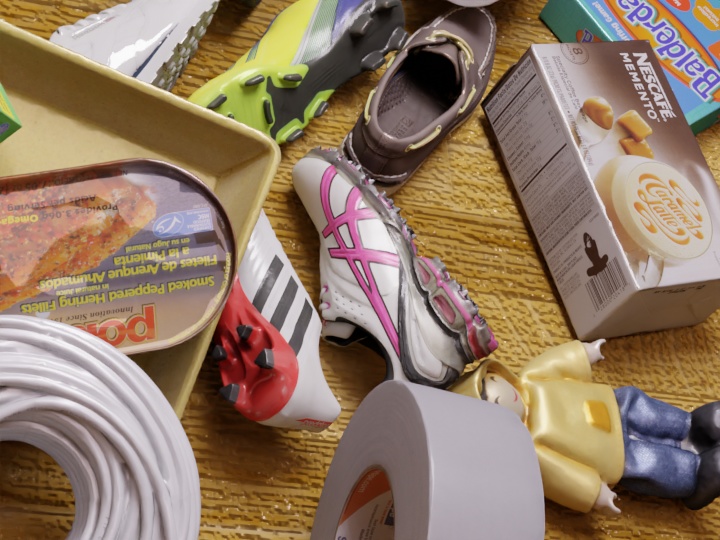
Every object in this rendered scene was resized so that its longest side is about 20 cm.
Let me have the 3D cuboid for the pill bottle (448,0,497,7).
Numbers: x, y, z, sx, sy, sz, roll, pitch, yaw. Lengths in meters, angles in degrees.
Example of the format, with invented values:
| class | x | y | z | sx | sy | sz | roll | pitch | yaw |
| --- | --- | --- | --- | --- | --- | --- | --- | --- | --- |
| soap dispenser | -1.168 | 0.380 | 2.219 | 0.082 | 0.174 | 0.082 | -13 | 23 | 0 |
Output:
| class | x | y | z | sx | sy | sz | roll | pitch | yaw |
| --- | --- | --- | --- | --- | --- | --- | --- | --- | --- |
| pill bottle | 0.107 | -0.279 | 1.268 | 0.112 | 0.113 | 0.200 | 32 | 41 | -2 |

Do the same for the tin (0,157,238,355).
| class | x | y | z | sx | sy | sz | roll | pitch | yaw |
| --- | --- | --- | --- | --- | --- | --- | --- | --- | --- |
| tin | -0.170 | 0.001 | 0.960 | 0.199 | 0.042 | 0.112 | -8 | 81 | -14 |

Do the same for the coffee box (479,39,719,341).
| class | x | y | z | sx | sy | sz | roll | pitch | yaw |
| --- | --- | --- | --- | --- | --- | --- | --- | --- | --- |
| coffee box | 0.182 | -0.060 | 1.199 | 0.114 | 0.080 | 0.201 | -5 | 63 | -31 |

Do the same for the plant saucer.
| class | x | y | z | sx | sy | sz | roll | pitch | yaw |
| --- | --- | --- | --- | --- | --- | --- | --- | --- | --- |
| plant saucer | -0.173 | -0.021 | 1.006 | 0.199 | 0.048 | 0.201 | 23 | 78 | -9 |

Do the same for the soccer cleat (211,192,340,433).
| class | x | y | z | sx | sy | sz | roll | pitch | yaw |
| --- | --- | --- | --- | --- | --- | --- | --- | --- | --- |
| soccer cleat | -0.066 | 0.018 | 1.058 | 0.085 | 0.069 | 0.200 | 30 | 29 | -46 |

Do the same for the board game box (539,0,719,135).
| class | x | y | z | sx | sy | sz | roll | pitch | yaw |
| --- | --- | --- | --- | --- | --- | --- | --- | --- | --- |
| board game box | 0.262 | -0.193 | 1.344 | 0.200 | 0.045 | 0.152 | -30 | 75 | -34 |

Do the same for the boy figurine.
| class | x | y | z | sx | sy | sz | roll | pitch | yaw |
| --- | --- | --- | --- | --- | --- | --- | --- | --- | --- |
| boy figurine | 0.142 | 0.096 | 1.098 | 0.199 | 0.064 | 0.125 | 16 | 58 | -17 |

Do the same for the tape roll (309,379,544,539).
| class | x | y | z | sx | sy | sz | roll | pitch | yaw |
| --- | --- | --- | --- | --- | --- | --- | --- | --- | --- |
| tape roll | 0.028 | 0.164 | 0.917 | 0.066 | 0.200 | 0.201 | 13 | 55 | -17 |

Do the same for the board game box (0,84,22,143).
| class | x | y | z | sx | sy | sz | roll | pitch | yaw |
| --- | --- | --- | --- | --- | --- | --- | --- | --- | --- |
| board game box | -0.292 | -0.120 | 0.988 | 0.134 | 0.029 | 0.200 | -37 | 60 | 8 |

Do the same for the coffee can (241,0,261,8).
| class | x | y | z | sx | sy | sz | roll | pitch | yaw |
| --- | --- | --- | --- | --- | --- | --- | --- | --- | --- |
| coffee can | -0.126 | -0.295 | 1.172 | 0.199 | 0.146 | 0.147 | 29 | 53 | -4 |

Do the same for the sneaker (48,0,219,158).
| class | x | y | z | sx | sy | sz | roll | pitch | yaw |
| --- | --- | --- | --- | --- | --- | --- | --- | --- | --- |
| sneaker | -0.163 | -0.141 | 1.106 | 0.080 | 0.076 | 0.200 | 32 | 52 | 5 |

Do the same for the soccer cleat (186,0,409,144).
| class | x | y | z | sx | sy | sz | roll | pitch | yaw |
| --- | --- | --- | --- | --- | --- | --- | --- | --- | --- |
| soccer cleat | -0.054 | -0.140 | 1.171 | 0.200 | 0.065 | 0.084 | -37 | 39 | -27 |

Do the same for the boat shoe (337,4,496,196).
| class | x | y | z | sx | sy | sz | roll | pitch | yaw |
| --- | --- | --- | --- | --- | --- | --- | --- | --- | --- |
| boat shoe | 0.051 | -0.134 | 1.203 | 0.072 | 0.060 | 0.200 | 37 | 52 | 1 |

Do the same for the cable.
| class | x | y | z | sx | sy | sz | roll | pitch | yaw |
| --- | --- | --- | --- | --- | --- | --- | --- | --- | --- |
| cable | -0.184 | 0.126 | 0.890 | 0.199 | 0.069 | 0.201 | 7 | 80 | -14 |

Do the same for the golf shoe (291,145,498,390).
| class | x | y | z | sx | sy | sz | roll | pitch | yaw |
| --- | --- | --- | --- | --- | --- | --- | --- | --- | --- |
| golf shoe | 0.000 | 0.000 | 1.087 | 0.092 | 0.073 | 0.200 | -37 | 56 | 0 |
